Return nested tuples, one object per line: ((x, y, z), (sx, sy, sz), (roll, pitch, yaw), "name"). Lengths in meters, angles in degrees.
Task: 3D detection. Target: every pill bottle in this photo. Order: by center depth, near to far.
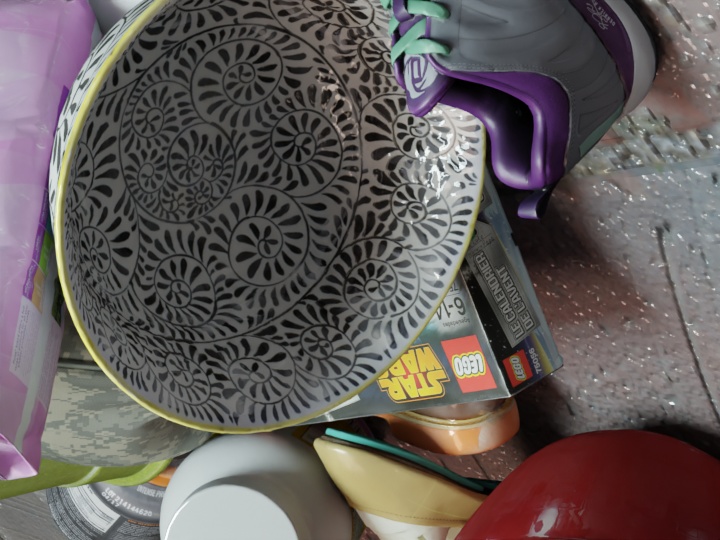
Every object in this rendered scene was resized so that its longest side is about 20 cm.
((-0.050, 0.130, 1.063), (0.104, 0.105, 0.200), (36, -169, 3), "pill bottle")
((-0.148, 0.129, 1.321), (0.106, 0.106, 0.200), (39, 154, -3), "pill bottle")

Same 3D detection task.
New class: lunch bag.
((-0.135, 0.020, 0.944), (0.166, 0.140, 0.200), (17, 159, -3), "lunch bag")

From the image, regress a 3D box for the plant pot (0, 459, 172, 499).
((-0.237, 0.064, 1.151), (0.199, 0.189, 0.202), (21, 120, 41), "plant pot")

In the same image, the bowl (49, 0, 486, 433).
((-0.053, -0.044, 0.798), (0.094, 0.201, 0.201), (28, 156, 51), "bowl")

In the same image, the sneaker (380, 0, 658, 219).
((0.027, -0.114, 0.723), (0.200, 0.088, 0.074), (45, 153, -15), "sneaker")

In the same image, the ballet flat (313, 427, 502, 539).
((0.050, 0.134, 1.033), (0.199, 0.064, 0.068), (20, 174, -40), "ballet flat")

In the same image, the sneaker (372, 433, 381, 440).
((-0.042, 0.140, 1.257), (0.085, 0.077, 0.201), (36, 145, 14), "sneaker")

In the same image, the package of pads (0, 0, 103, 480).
((-0.179, -0.019, 0.800), (0.119, 0.202, 0.076), (2, 156, 12), "package of pads")

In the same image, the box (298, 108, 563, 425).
((0.000, 0.000, 0.934), (0.199, 0.040, 0.138), (-15, 100, 56), "box")

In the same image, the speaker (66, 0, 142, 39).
((-0.099, -0.124, 0.876), (0.081, 0.081, 0.200), (38, 154, -1), "speaker")

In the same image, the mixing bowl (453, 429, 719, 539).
((0.133, 0.151, 0.969), (0.198, 0.109, 0.201), (12, 142, 9), "mixing bowl")

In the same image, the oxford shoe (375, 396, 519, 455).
((0.002, 0.039, 1.051), (0.199, 0.071, 0.074), (11, 121, 40), "oxford shoe")
